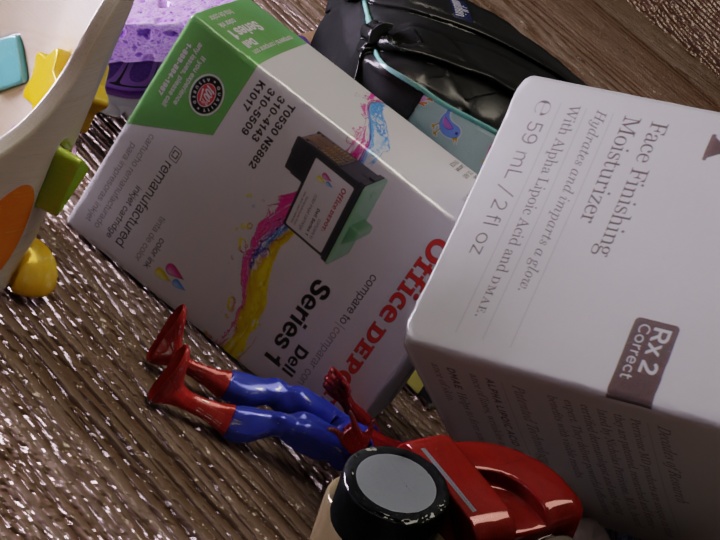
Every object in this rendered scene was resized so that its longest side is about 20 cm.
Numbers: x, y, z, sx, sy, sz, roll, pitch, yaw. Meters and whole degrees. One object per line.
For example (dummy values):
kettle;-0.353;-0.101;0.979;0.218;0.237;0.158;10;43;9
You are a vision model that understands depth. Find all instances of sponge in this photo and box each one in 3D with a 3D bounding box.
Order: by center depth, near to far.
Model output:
sponge;-0.168;-0.162;1.127;0.198;0.030;0.112;0;34;-7

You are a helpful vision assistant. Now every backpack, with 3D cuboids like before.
backpack;0.062;-0.076;1.132;0.198;0.154;0.176;17;27;-18

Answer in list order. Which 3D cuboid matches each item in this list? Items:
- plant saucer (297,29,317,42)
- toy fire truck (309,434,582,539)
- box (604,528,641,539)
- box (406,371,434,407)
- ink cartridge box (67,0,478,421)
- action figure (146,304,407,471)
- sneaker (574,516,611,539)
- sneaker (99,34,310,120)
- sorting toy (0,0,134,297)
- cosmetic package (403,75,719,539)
plant saucer;-0.004;-0.113;1.291;0.198;0.030;0.201;0;40;0
toy fire truck;0.098;0.134;0.775;0.198;0.130;0.176;-9;42;-34
box;0.225;0.186;1.055;0.199;0.040;0.138;29;41;-22
box;0.000;0.000;1.165;0.200;0.050;0.075;43;19;18
ink cartridge box;-0.035;-0.028;1.012;0.199;0.145;0.084;38;22;6
action figure;-0.013;0.083;0.944;0.199;0.052;0.066;31;15;-22
sneaker;0.081;0.171;0.870;0.099;0.078;0.200;21;13;-18
sneaker;-0.123;-0.138;1.183;0.198;0.084;0.081;6;15;-24
sorting toy;-0.164;-0.102;0.909;0.106;0.181;0.200;23;22;-33
cosmetic package;0.156;0.031;0.920;0.198;0.166;0.165;13;-27;26
